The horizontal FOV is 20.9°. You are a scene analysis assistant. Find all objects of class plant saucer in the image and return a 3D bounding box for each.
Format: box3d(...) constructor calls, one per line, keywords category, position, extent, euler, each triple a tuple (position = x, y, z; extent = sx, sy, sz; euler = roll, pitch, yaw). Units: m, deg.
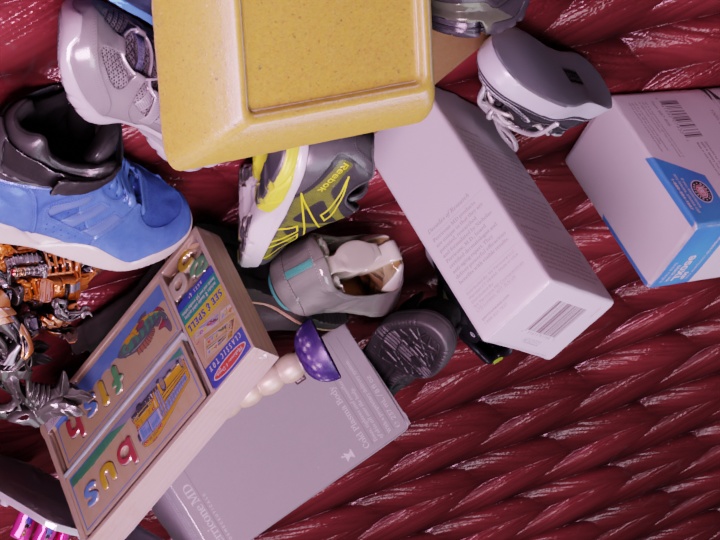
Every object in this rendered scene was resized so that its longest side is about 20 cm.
box3d(category="plant saucer", position=(-0.029, -0.169, 1.175), extent=(0.199, 0.048, 0.202), euler=(-14, 110, -32))

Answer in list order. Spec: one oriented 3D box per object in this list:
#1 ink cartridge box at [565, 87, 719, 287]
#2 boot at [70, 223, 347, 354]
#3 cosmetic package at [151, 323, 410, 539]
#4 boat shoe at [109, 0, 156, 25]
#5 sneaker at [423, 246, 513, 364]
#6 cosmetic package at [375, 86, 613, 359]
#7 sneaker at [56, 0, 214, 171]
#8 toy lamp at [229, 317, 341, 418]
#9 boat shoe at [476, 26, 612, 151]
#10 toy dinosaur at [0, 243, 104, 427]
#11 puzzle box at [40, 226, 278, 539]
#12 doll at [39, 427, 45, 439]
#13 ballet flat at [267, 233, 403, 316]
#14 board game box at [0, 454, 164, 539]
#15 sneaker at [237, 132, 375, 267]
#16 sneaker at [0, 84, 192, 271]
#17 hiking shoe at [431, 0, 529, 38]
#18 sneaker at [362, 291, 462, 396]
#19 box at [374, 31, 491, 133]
box3d(category="ink cartridge box", position=(0.295, -0.074, 1.643), extent=(0.198, 0.145, 0.084), euler=(-7, 144, -36))
box3d(category="boot", position=(-0.116, 0.031, 1.511), extent=(0.138, 0.078, 0.199), euler=(-35, 147, 26))
box3d(category="cosmetic package", position=(-0.075, 0.140, 1.558), extent=(0.199, 0.107, 0.090), euler=(-35, -178, -25))
box3d(category="boat shoe", position=(-0.090, -0.173, 1.197), extent=(0.069, 0.084, 0.199), euler=(-50, 148, 14))
box3d(category="sneaker", position=(0.107, 0.015, 1.665), extent=(0.071, 0.083, 0.200), euler=(-28, 151, -6))
box3d(category="cosmetic package", position=(0.092, -0.038, 1.451), extent=(0.071, 0.201, 0.101), euler=(-42, 149, 21))
box3d(category="sneaker", position=(-0.119, -0.124, 1.226), extent=(0.081, 0.076, 0.200), euler=(-8, 163, 24))
box3d(category="toy lamp", position=(-0.111, 0.107, 1.457), extent=(0.199, 0.059, 0.058), euler=(-28, 151, 1))
box3d(category="boat shoe", position=(0.124, -0.133, 1.465), extent=(0.068, 0.074, 0.199), euler=(-35, 170, 22))
box3d(category="toy dinosaur", position=(-0.254, 0.032, 1.369), extent=(0.198, 0.103, 0.137), euler=(-15, 126, -1))
box3d(category="puzzle box", position=(-0.145, 0.084, 1.365), extent=(0.025, 0.133, 0.200), euler=(24, 115, -41))
box3d(category="doll", position=(-0.172, 0.098, 1.543), extent=(0.136, 0.049, 0.199), euler=(-23, 171, 29))
box3d(category="ballet flat", position=(0.000, 0.000, 1.518), extent=(0.063, 0.068, 0.200), euler=(-32, 169, 25))
box3d(category="board game box", position=(-0.246, 0.177, 1.474), extent=(0.200, 0.199, 0.026), euler=(31, 84, -57))
box3d(category="sneaker", position=(-0.040, -0.050, 1.381), extent=(0.084, 0.075, 0.200), euler=(3, 163, -11))
box3d(category="sneaker", position=(-0.171, -0.064, 1.289), extent=(0.199, 0.077, 0.111), euler=(11, 140, -42))
box3d(category="hiking shoe", position=(0.119, -0.235, 1.299), extent=(0.199, 0.075, 0.101), euler=(-35, 133, -28))
box3d(category="sneaker", position=(0.047, 0.051, 1.608), extent=(0.104, 0.060, 0.200), euler=(-47, -179, -31))
box3d(category="box", position=(0.003, -0.155, 1.371), extent=(0.200, 0.021, 0.163), euler=(-39, 150, 12))
